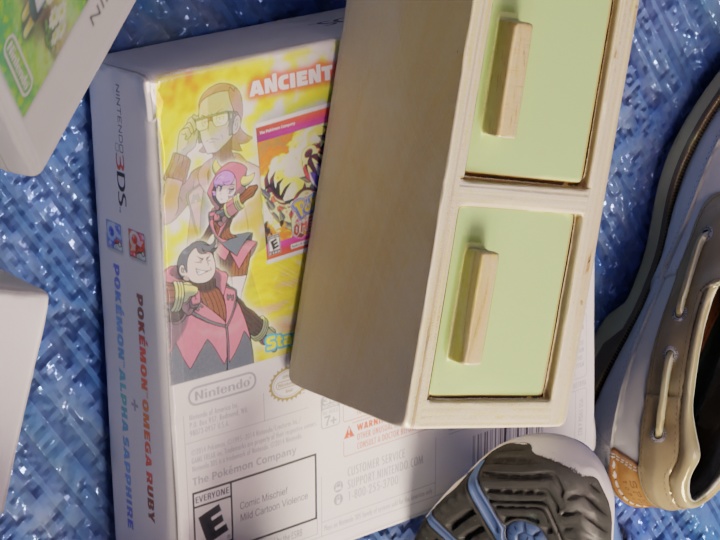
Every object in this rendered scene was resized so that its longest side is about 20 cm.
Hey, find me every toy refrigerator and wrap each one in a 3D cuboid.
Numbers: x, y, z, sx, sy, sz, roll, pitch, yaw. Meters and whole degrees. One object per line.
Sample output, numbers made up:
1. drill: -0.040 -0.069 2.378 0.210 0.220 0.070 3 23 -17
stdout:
1. toy refrigerator: 0.040 -0.052 0.794 0.076 0.070 0.201 3 100 -41

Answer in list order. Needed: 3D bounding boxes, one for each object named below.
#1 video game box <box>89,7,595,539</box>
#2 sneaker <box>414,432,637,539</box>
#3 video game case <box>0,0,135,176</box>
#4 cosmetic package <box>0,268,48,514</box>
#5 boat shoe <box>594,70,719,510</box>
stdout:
1. video game box: 0.000 0.000 0.852 0.199 0.047 0.183 -15 115 -37
2. sneaker: 0.067 0.111 0.906 0.077 0.075 0.200 -53 162 -29
3. video game case: -0.079 -0.151 0.668 0.200 0.022 0.183 75 37 -60
4. cosmetic package: -0.197 0.018 0.652 0.199 0.101 0.072 8 100 -41
5. boat shoe: 0.151 0.003 0.965 0.075 0.068 0.201 27 85 -42
